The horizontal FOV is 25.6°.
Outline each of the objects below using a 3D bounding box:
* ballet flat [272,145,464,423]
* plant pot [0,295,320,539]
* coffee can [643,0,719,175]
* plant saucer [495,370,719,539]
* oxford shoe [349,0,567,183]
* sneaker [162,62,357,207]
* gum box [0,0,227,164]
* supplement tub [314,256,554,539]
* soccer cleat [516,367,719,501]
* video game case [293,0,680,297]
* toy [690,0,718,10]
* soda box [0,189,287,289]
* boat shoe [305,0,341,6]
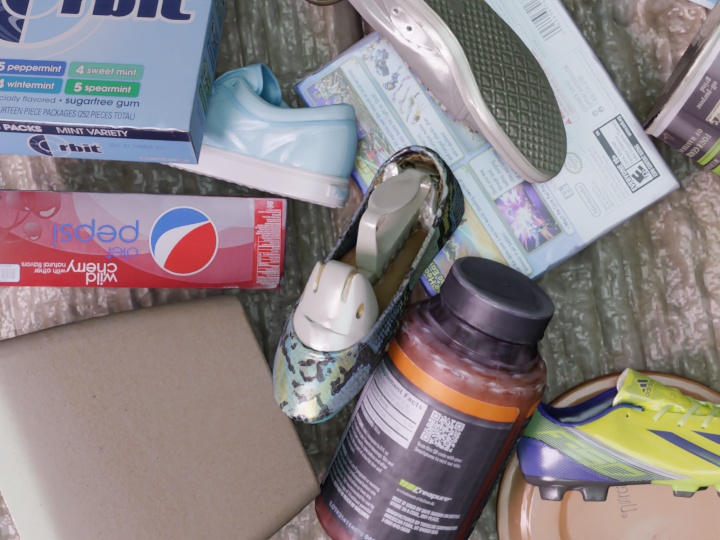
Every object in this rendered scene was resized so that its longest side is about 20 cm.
[{"bbox_3d":[0.000,0.000,0.982,0.074,0.074,0.200,28,60,3],"label":"ballet flat"},{"bbox_3d":[-0.135,0.114,1.026,0.177,0.200,0.200,-23,90,-8],"label":"plant pot"},{"bbox_3d":[0.304,-0.099,1.008,0.200,0.146,0.146,32,93,3],"label":"coffee can"},{"bbox_3d":[0.192,0.169,1.078,0.200,0.032,0.201,0,90,3],"label":"plant saucer"},{"bbox_3d":[0.061,-0.137,1.025,0.200,0.075,0.058,50,136,-6],"label":"oxford shoe"},{"bbox_3d":[-0.090,-0.101,1.060,0.200,0.074,0.082,16,90,17],"label":"sneaker"},{"bbox_3d":[-0.177,-0.168,1.041,0.170,0.045,0.200,3,62,6],"label":"gum box"},{"bbox_3d":[0.053,0.093,1.022,0.107,0.107,0.200,26,112,3],"label":"supplement tub"},{"bbox_3d":[0.201,0.104,1.029,0.200,0.065,0.084,-4,88,4],"label":"soccer cleat"},{"bbox_3d":[0.084,-0.090,1.072,0.181,0.045,0.200,-33,89,3],"label":"video game case"},{"bbox_3d":[0.302,-0.258,1.054,0.115,0.047,0.200,24,92,5],"label":"toy"},{"bbox_3d":[-0.152,-0.021,1.049,0.200,0.070,0.064,2,92,-15],"label":"soda box"},{"bbox_3d":[0.034,-0.249,1.060,0.200,0.068,0.072,-42,87,3],"label":"boat shoe"}]
